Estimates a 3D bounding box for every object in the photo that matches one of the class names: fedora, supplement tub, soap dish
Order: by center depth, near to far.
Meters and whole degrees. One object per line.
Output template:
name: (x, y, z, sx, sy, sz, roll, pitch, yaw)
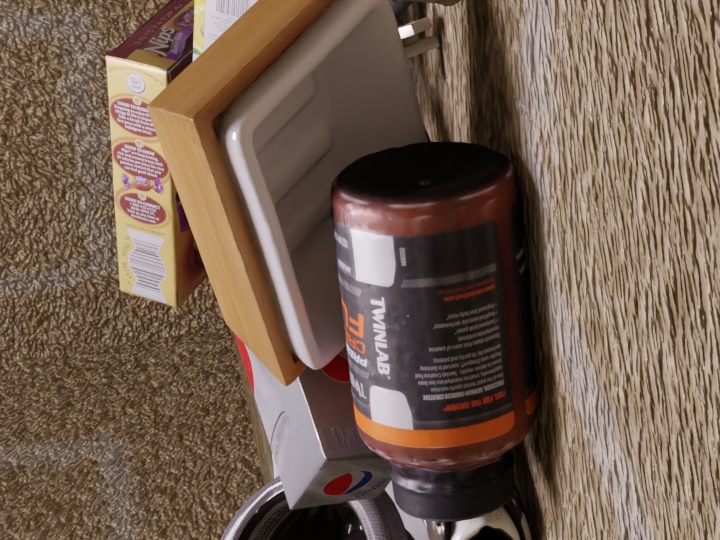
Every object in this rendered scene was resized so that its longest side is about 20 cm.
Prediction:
supplement tub: (0.044, 0.037, 1.325, 0.107, 0.106, 0.201, -116, 18, -68)
soap dish: (-0.034, -0.059, 1.354, 0.081, 0.157, 0.201, 17, 141, 35)
fedora: (-0.017, 0.224, 1.486, 0.090, 0.176, 0.201, 25, -124, -45)

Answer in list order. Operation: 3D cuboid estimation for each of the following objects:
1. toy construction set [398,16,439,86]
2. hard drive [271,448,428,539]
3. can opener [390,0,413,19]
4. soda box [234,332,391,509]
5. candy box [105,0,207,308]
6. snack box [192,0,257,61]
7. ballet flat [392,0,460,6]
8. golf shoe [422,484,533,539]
toy construction set: (0.006, -0.061, 1.505, 0.131, 0.092, 0.201, -8, 90, 57)
hard drive: (0.008, 0.180, 1.622, 0.201, 0.131, 0.026, -96, -11, -48)
can opener: (-0.045, -0.126, 1.547, 0.053, 0.200, 0.067, 44, -159, -2)
soda box: (-0.034, 0.041, 1.446, 0.068, 0.063, 0.201, -57, 46, 51)
candy box: (-0.130, -0.089, 1.718, 0.117, 0.056, 0.201, -50, -34, -48)
snack box: (-0.057, -0.150, 1.681, 0.169, 0.067, 0.201, -50, -29, -50)
ballet flat: (0.021, -0.200, 1.399, 0.200, 0.062, 0.068, -117, 20, -71)
golf shoe: (0.065, 0.126, 1.429, 0.094, 0.077, 0.201, 164, 84, -80)
